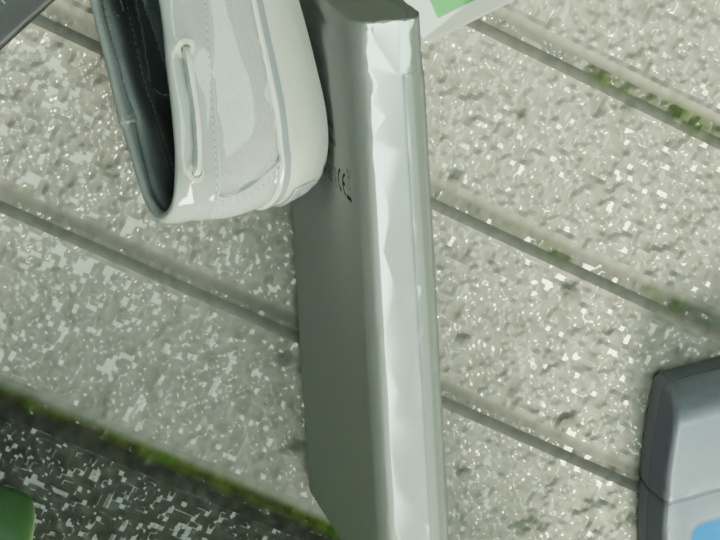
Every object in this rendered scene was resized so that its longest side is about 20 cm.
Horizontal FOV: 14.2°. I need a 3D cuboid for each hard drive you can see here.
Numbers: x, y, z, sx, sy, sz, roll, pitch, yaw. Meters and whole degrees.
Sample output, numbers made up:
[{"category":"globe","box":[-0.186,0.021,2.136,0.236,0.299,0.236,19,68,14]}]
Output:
[{"category":"hard drive","box":[0.000,0.000,1.001,0.026,0.132,0.201,-7,107,-12]}]

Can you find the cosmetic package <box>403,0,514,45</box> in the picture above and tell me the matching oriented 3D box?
[{"category":"cosmetic package","box":[0.080,-0.173,0.999,0.199,0.085,0.108,-28,107,-4]}]

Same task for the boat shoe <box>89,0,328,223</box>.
[{"category":"boat shoe","box":[-0.073,-0.113,0.965,0.068,0.072,0.201,-19,99,-31]}]

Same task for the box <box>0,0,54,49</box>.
[{"category":"box","box":[-0.231,-0.109,0.931,0.182,0.104,0.200,-42,110,2]}]

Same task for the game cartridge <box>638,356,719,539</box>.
[{"category":"game cartridge","box":[0.178,0.125,1.131,0.132,0.040,0.201,-13,108,-6]}]

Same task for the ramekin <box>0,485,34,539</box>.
[{"category":"ramekin","box":[-0.194,0.148,0.966,0.097,0.200,0.201,25,98,-11]}]
